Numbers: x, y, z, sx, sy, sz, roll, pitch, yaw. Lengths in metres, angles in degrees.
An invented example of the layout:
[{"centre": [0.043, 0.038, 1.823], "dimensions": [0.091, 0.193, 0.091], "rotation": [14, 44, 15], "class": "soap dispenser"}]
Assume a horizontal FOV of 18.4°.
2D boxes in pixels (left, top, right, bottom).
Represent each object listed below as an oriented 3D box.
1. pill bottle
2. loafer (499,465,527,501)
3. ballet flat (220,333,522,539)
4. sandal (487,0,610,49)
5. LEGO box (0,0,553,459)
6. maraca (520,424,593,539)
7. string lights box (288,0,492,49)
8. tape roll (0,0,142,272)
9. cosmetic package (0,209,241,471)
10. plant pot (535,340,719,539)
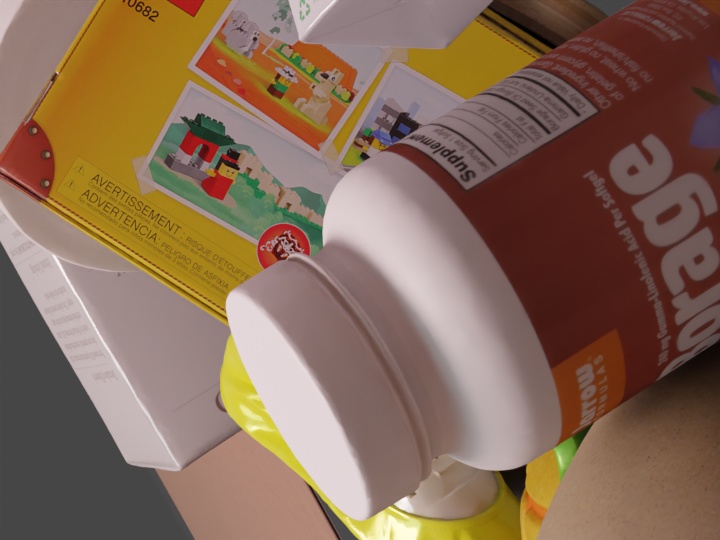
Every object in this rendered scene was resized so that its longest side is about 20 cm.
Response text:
[{"centre": [0.061, -0.006, 0.728], "dimensions": [0.112, 0.199, 0.112], "rotation": [52, 164, 22], "class": "pill bottle"}, {"centre": [0.075, 0.099, 1.049], "dimensions": [0.199, 0.072, 0.073], "rotation": [21, 115, 38], "class": "loafer"}, {"centre": [0.008, 0.080, 1.005], "dimensions": [0.200, 0.067, 0.067], "rotation": [35, 139, 32], "class": "ballet flat"}, {"centre": [0.020, -0.154, 0.862], "dimensions": [0.211, 0.070, 0.078], "rotation": [32, 180, 19], "class": "sandal"}, {"centre": [-0.014, -0.045, 0.840], "dimensions": [0.199, 0.150, 0.077], "rotation": [33, 179, 3], "class": "LEGO box"}, {"centre": [0.112, 0.092, 0.896], "dimensions": [0.138, 0.106, 0.200], "rotation": [-86, -27, -42], "class": "maraca"}, {"centre": [0.002, -0.181, 0.677], "dimensions": [0.103, 0.059, 0.202], "rotation": [-41, 58, 48], "class": "string lights box"}, {"centre": [-0.125, -0.119, 1.115], "dimensions": [0.139, 0.202, 0.204], "rotation": [42, 158, 46], "class": "tape roll"}, {"centre": [-0.104, -0.010, 1.320], "dimensions": [0.201, 0.167, 0.166], "rotation": [59, 164, -4], "class": "cosmetic package"}, {"centre": [0.139, 0.101, 0.758], "dimensions": [0.201, 0.198, 0.135], "rotation": [85, 177, -58], "class": "plant pot"}]
